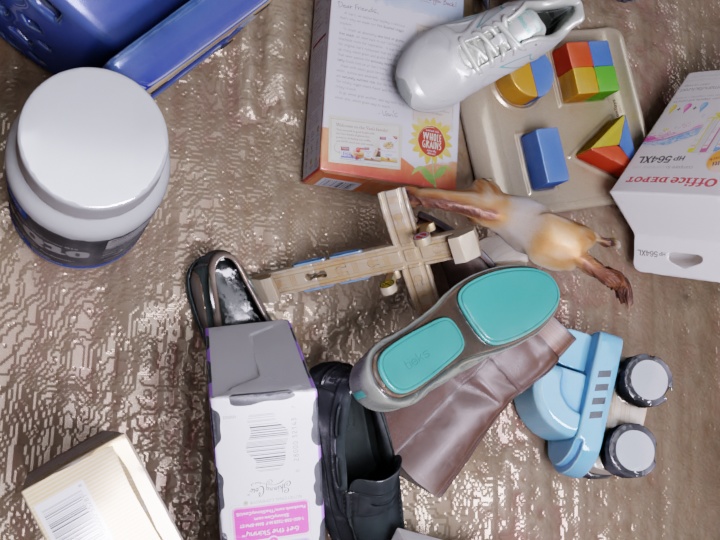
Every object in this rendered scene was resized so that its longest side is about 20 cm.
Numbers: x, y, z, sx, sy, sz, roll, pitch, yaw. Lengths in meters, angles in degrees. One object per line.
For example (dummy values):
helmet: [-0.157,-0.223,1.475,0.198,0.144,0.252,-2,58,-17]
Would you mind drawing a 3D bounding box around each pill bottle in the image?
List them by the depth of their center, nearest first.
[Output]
pill bottle: [-0.202,-0.070,0.684,0.113,0.200,0.114,3,80,-19]

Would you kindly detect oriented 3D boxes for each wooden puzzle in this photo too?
wooden puzzle: [0.200,-0.153,0.923,0.199,0.046,0.186,-10,85,-21]

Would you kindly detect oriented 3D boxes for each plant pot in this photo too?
plant pot: [-0.183,-0.235,0.725,0.200,0.200,0.180,-43,104,-21]

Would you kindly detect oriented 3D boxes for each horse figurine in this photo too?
horse figurine: [0.145,-0.035,0.786,0.200,0.132,0.050,32,106,21]

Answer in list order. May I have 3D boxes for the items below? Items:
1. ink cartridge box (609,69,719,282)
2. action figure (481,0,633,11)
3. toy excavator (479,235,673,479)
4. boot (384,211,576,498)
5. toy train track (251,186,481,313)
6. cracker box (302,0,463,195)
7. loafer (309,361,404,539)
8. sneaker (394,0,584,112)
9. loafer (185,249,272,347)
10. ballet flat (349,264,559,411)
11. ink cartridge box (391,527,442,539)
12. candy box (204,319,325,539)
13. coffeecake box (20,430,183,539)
ink cartridge box: [0.352,-0.084,0.905,0.200,0.128,0.125,-52,122,-20]
action figure: [0.186,-0.317,0.917,0.199,0.102,0.120,-3,94,-22]
toy excavator: [0.175,0.082,0.858,0.199,0.100,0.195,17,76,-6]
boot: [0.058,0.074,0.818,0.186,0.064,0.200,44,95,18]
toy train track: [0.000,0.000,0.770,0.199,0.033,0.115,-12,115,18]
cracker box: [0.022,-0.172,0.857,0.133,0.058,0.201,8,80,-20]
loafer: [0.002,0.172,0.769,0.068,0.070,0.202,-26,107,-36]
sneaker: [0.116,-0.205,0.829,0.200,0.080,0.071,-31,98,-25]
loafer: [-0.090,0.077,0.773,0.072,0.063,0.201,-24,90,-22]
ballet flat: [0.073,0.051,0.746,0.199,0.064,0.068,-26,82,-30]
ink cartridge box: [0.066,0.289,0.765,0.199,0.068,0.117,22,100,-20]
candy box: [-0.071,0.156,0.679,0.071,0.168,0.201,-5,102,-10]
coffeecake box: [-0.169,0.197,0.653,0.073,0.200,0.154,-28,91,-20]
